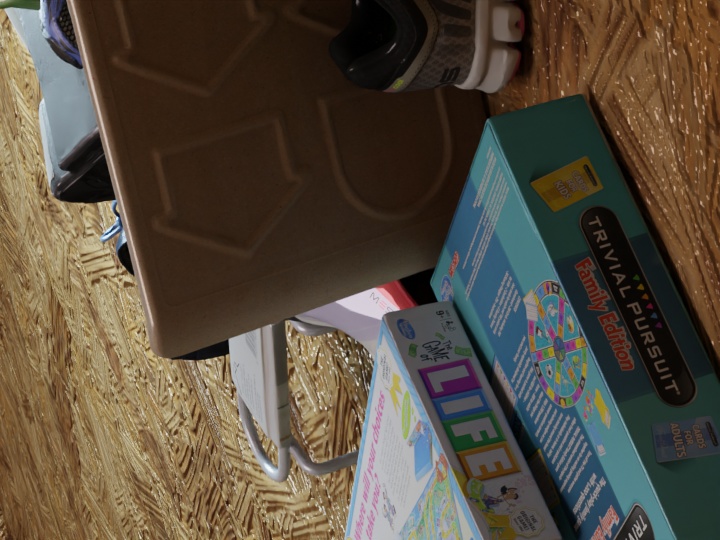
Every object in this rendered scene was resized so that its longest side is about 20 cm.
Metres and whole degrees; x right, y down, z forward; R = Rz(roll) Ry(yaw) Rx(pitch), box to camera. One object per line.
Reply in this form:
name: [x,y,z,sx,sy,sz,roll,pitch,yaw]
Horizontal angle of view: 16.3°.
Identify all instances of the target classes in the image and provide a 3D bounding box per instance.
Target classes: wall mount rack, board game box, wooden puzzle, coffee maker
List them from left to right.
coffee maker: [-0.153,-0.163,1.530,0.192,0.135,0.200,116,135,-66]
wooden puzzle: [-0.036,-0.080,1.111,0.046,0.185,0.200,17,122,58]
wall mount rack: [-0.044,0.019,1.467,0.174,0.075,0.200,54,155,41]
board game box: [0.037,0.129,1.147,0.200,0.034,0.134,99,154,-49]
board game box: [0.097,0.051,1.047,0.151,0.047,0.200,106,144,-63]

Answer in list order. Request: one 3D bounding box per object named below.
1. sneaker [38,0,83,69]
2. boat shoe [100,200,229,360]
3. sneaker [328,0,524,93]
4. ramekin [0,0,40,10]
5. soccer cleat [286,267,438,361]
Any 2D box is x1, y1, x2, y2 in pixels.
sneaker: [-0.071,-0.172,1.130,0.075,0.200,0.078,41,178,-11]
boat shoe: [-0.137,-0.026,1.732,0.084,0.069,0.200,92,156,-48]
sneaker: [0.015,-0.158,1.046,0.074,0.087,0.200,-130,28,-55]
ramekin: [-0.176,-0.239,1.424,0.200,0.098,0.200,-3,84,36]
soccer cleat: [0.000,0.000,1.207,0.200,0.068,0.073,34,136,23]
